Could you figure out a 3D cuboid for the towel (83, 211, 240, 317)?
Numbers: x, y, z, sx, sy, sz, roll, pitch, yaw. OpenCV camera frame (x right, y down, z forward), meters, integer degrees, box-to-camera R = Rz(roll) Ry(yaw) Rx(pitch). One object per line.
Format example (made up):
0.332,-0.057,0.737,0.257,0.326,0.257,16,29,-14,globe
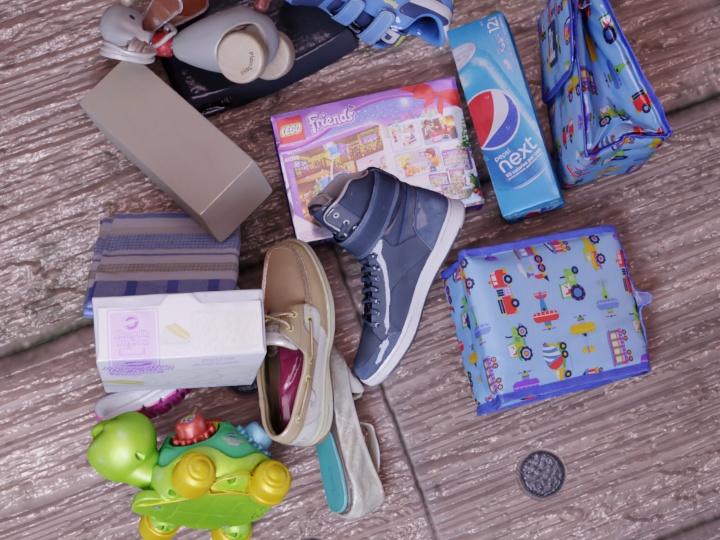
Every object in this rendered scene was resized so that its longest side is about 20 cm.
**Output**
-0.188,-0.008,1.363,0.145,0.201,0.024,-2,117,-3,towel

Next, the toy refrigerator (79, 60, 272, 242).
-0.183,-0.122,1.401,0.076,0.070,0.200,-45,62,-9,toy refrigerator

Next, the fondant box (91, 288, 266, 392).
-0.162,0.065,1.258,0.142,0.200,0.059,-3,77,-8,fondant box

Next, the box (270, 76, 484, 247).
0.017,-0.110,1.449,0.197,0.039,0.139,-12,82,-3,box

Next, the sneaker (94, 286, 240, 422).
-0.188,0.076,1.398,0.199,0.081,0.088,-39,82,-15,sneaker

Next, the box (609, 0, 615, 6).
0.201,-0.390,1.471,0.198,0.097,0.178,20,80,2,box

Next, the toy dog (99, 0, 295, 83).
-0.157,-0.249,1.391,0.197,0.132,0.098,10,104,-8,toy dog

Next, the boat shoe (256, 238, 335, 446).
-0.068,0.068,1.350,0.073,0.066,0.203,-13,80,31,boat shoe

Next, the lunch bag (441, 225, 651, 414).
0.200,0.043,1.406,0.197,0.094,0.152,-12,79,-13,lunch bag

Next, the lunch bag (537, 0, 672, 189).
0.228,-0.201,1.414,0.093,0.151,0.203,-14,81,-4,lunch bag

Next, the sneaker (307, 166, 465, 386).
0.000,-0.001,1.381,0.145,0.077,0.204,22,91,-23,sneaker

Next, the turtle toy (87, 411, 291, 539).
-0.161,0.189,1.338,0.198,0.146,0.102,11,53,-23,turtle toy

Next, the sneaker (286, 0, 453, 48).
0.012,-0.272,1.432,0.198,0.074,0.083,-1,83,-24,sneaker

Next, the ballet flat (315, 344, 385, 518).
-0.021,0.145,1.405,0.062,0.067,0.203,-8,83,-33,ballet flat

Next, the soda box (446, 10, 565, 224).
0.149,-0.155,1.440,0.063,0.068,0.202,-19,81,11,soda box

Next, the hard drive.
-0.114,-0.251,1.467,0.198,0.042,0.136,-24,82,-5,hard drive
